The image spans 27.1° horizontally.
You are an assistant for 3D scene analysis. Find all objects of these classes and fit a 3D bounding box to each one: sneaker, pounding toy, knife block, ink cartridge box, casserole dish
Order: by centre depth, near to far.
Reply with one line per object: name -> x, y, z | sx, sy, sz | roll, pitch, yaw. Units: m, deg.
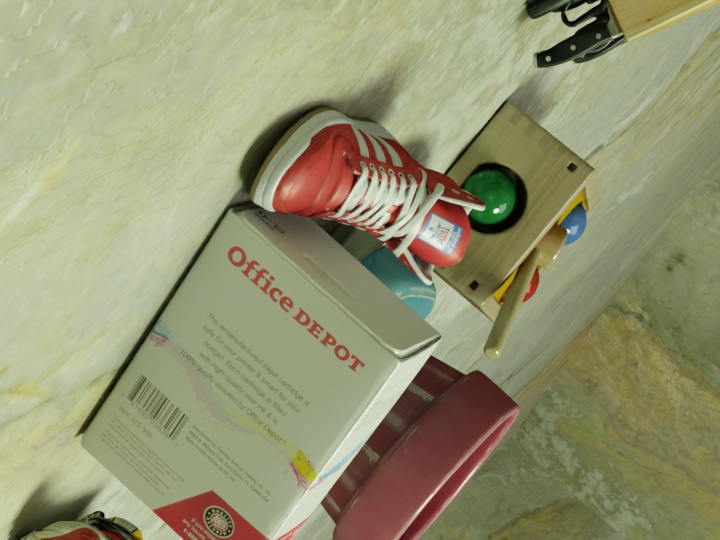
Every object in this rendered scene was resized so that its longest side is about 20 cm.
sneaker -> 0.012, -0.043, 0.957 | 0.071, 0.112, 0.200 | -54, 166, 18
ink cartridge box -> -0.065, 0.077, 0.965 | 0.200, 0.147, 0.086 | -53, 167, 19
sneaker -> -0.197, 0.203, 1.070 | 0.082, 0.078, 0.200 | -49, 177, -21
knife block -> 0.219, -0.213, 1.113 | 0.175, 0.064, 0.200 | -26, -178, -16
casserole dish -> 0.006, 0.042, 1.130 | 0.121, 0.039, 0.200 | -52, 166, 7
pounding toy -> 0.133, -0.028, 1.345 | 0.184, 0.142, 0.200 | -50, 168, 1

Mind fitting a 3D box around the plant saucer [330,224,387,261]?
plant saucer -> 0.000, 0.000, 1.184 | 0.200, 0.050, 0.200 | -46, 167, -14

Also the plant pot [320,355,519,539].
plant pot -> 0.012, 0.140, 1.332 | 0.200, 0.179, 0.200 | -47, 167, -14
